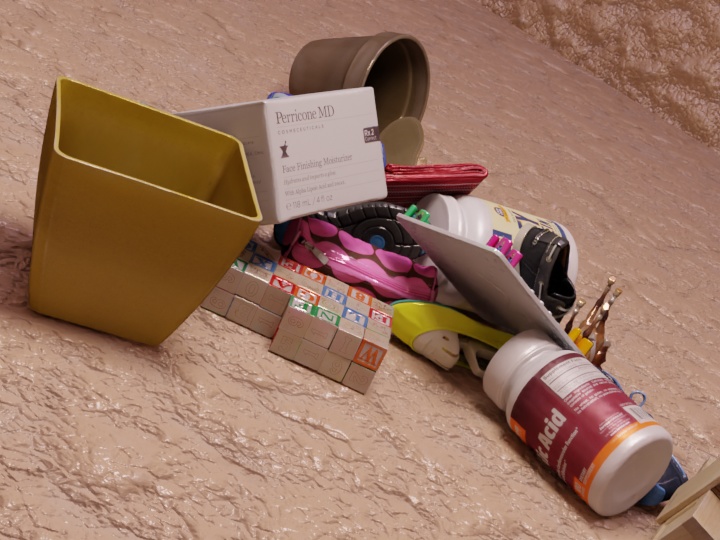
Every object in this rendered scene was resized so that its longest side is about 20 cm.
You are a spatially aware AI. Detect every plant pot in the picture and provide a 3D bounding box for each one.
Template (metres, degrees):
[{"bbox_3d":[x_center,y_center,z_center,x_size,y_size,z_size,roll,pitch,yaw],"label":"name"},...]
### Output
[{"bbox_3d":[-0.013,-0.293,2.126,0.173,0.201,0.199,21,16,31],"label":"plant pot"},{"bbox_3d":[-0.230,-0.046,1.304,0.199,0.177,0.200,18,22,-20],"label":"plant pot"}]

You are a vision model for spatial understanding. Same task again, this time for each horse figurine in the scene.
[{"bbox_3d":[0.278,0.086,1.655,0.050,0.133,0.200,27,23,17],"label":"horse figurine"}]

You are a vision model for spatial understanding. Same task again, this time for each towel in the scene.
[{"bbox_3d":[0.067,-0.096,1.736,0.144,0.200,0.023,-2,74,-18],"label":"towel"}]

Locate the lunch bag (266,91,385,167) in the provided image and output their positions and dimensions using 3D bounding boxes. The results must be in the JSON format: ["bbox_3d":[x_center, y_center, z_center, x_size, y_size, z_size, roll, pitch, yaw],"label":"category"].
[{"bbox_3d":[-0.062,-0.181,1.934,0.199,0.083,0.161,26,19,-5],"label":"lunch bag"}]

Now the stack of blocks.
[{"bbox_3d":[-0.067,0.045,1.444,0.199,0.059,0.115,25,22,-4],"label":"stack of blocks"}]

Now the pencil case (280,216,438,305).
[{"bbox_3d":[0.000,0.000,1.587,0.199,0.091,0.094,21,-13,-9],"label":"pencil case"}]

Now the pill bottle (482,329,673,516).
[{"bbox_3d":[0.231,0.160,1.450,0.114,0.115,0.200,3,31,-45],"label":"pill bottle"}]

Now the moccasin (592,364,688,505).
[{"bbox_3d":[0.304,0.190,1.531,0.068,0.081,0.201,-2,46,-26],"label":"moccasin"}]

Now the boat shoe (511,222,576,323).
[{"bbox_3d":[0.229,0.037,1.636,0.067,0.201,0.072,13,42,28],"label":"boat shoe"}]

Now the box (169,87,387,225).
[{"bbox_3d":[-0.109,-0.125,1.504,0.199,0.132,0.198,-3,9,38],"label":"box"}]

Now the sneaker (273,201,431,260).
[{"bbox_3d":[-0.006,-0.056,1.667,0.198,0.074,0.082,6,12,3],"label":"sneaker"}]

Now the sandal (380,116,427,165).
[{"bbox_3d":[0.066,-0.144,2.033,0.077,0.070,0.212,-9,40,10],"label":"sandal"}]

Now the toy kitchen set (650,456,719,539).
[{"bbox_3d":[0.433,0.263,1.368,0.181,0.163,0.200,47,39,8],"label":"toy kitchen set"}]

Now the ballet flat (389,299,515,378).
[{"bbox_3d":[0.120,0.090,1.560,0.199,0.067,0.067,19,44,-24],"label":"ballet flat"}]

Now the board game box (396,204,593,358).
[{"bbox_3d":[0.153,0.012,1.531,0.200,0.026,0.200,48,-13,-33],"label":"board game box"}]

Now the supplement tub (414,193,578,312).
[{"bbox_3d":[0.164,-0.015,1.725,0.199,0.146,0.145,15,24,-26],"label":"supplement tub"}]

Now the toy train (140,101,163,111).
[{"bbox_3d":[-0.235,-0.137,1.641,0.114,0.085,0.200,16,22,-49],"label":"toy train"}]
